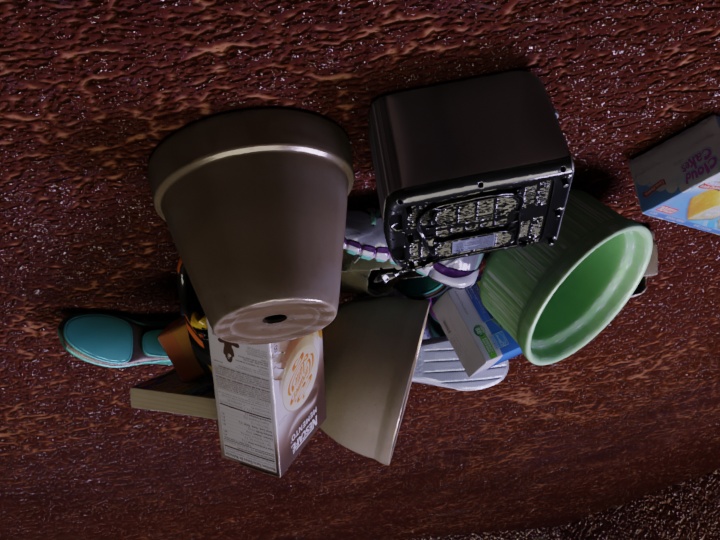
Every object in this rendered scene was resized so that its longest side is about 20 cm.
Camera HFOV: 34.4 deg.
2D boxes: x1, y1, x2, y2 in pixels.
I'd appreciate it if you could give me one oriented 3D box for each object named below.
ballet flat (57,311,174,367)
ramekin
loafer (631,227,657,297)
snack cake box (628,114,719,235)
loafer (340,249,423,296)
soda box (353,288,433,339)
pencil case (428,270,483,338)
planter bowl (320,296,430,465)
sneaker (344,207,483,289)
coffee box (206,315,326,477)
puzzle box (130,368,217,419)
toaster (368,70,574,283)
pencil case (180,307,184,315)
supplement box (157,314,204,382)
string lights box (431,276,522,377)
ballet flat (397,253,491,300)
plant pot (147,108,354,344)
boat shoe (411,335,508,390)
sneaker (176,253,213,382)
[{"bbox_3d":[-0.294,0.092,1.472,0.200,0.068,0.070,7,167,-33],"label":"ballet flat"},{"bbox_3d":[0.232,0.002,1.343,0.200,0.098,0.200,-31,147,-24],"label":"ramekin"},{"bbox_3d":[0.337,0.011,1.555,0.076,0.068,0.200,-6,158,-12],"label":"loafer"},{"bbox_3d":[0.409,-0.101,1.310,0.200,0.067,0.115,10,152,-42],"label":"snack cake box"},{"bbox_3d":[0.000,0.000,1.367,0.200,0.068,0.076,-22,156,27],"label":"loafer"},{"bbox_3d":[0.056,0.088,1.617,0.063,0.068,0.200,-15,159,16],"label":"soda box"},{"bbox_3d":[0.142,0.070,1.587,0.092,0.085,0.200,-31,157,-4],"label":"pencil case"},{"bbox_3d":[-0.005,0.117,1.388,0.134,0.201,0.200,15,159,5],"label":"planter bowl"},{"bbox_3d":[0.047,-0.052,1.271,0.200,0.074,0.088,18,112,-15],"label":"sneaker"},{"bbox_3d":[-0.098,0.103,1.250,0.080,0.114,0.200,14,126,23],"label":"coffee box"},{"bbox_3d":[-0.165,0.134,1.397,0.133,0.025,0.200,3,-169,24],"label":"puzzle box"},{"bbox_3d":[0.096,-0.087,1.123,0.200,0.119,0.181,-11,158,0],"label":"toaster"},{"bbox_3d":[-0.124,0.068,1.467,0.200,0.078,0.089,-3,163,-19],"label":"pencil case"},{"bbox_3d":[-0.130,0.054,1.346,0.200,0.067,0.069,-25,-170,15],"label":"supplement box"},{"bbox_3d":[0.201,0.046,1.460,0.200,0.103,0.059,-21,164,-26],"label":"string lights box"},{"bbox_3d":[0.118,-0.018,1.383,0.073,0.073,0.200,1,153,-28],"label":"ballet flat"},{"bbox_3d":[-0.094,-0.030,1.105,0.200,0.174,0.200,-9,158,-4],"label":"plant pot"},{"bbox_3d":[0.091,0.114,1.518,0.200,0.072,0.062,4,-173,-6],"label":"boat shoe"},{"bbox_3d":[-0.164,0.054,1.259,0.070,0.090,0.200,-4,115,8],"label":"sneaker"}]
